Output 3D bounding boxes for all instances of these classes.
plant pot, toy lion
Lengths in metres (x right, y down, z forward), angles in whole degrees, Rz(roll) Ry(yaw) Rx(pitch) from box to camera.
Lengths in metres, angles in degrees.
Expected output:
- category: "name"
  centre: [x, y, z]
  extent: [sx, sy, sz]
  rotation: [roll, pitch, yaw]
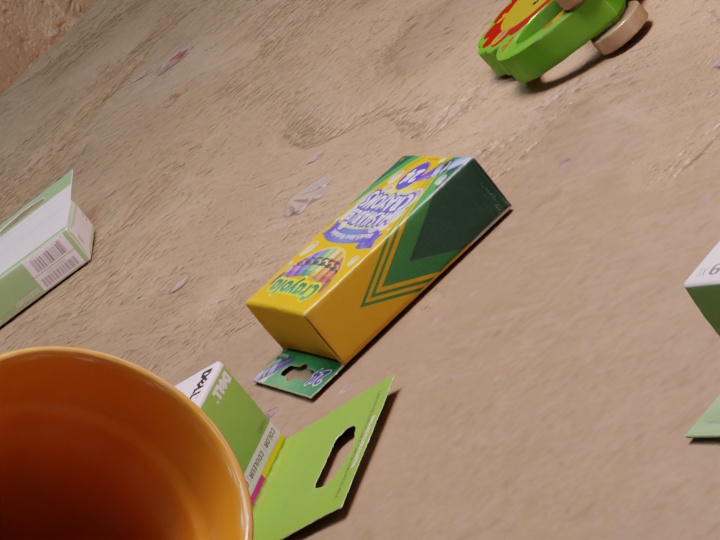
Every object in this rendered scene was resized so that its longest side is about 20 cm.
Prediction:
- category: "plant pot"
  centre: [-0.186, 0.177, 1.375]
  extent: [0.200, 0.200, 0.183]
  rotation: [-56, -1, -45]
- category: "toy lion"
  centre: [0.161, -0.213, 1.883]
  extent: [0.191, 0.069, 0.200]
  rotation: [-34, 16, 39]

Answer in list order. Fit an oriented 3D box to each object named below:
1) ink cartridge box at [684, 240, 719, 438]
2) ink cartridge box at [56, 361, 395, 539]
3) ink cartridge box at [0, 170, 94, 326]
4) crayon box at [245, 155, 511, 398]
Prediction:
- category: "ink cartridge box"
  centre: [0.233, -0.005, 1.181]
  extent: [0.200, 0.059, 0.104]
  rotation: [-47, 18, -24]
- category: "ink cartridge box"
  centre: [-0.088, 0.122, 1.499]
  extent: [0.200, 0.076, 0.148]
  rotation: [-31, 19, 30]
- category: "ink cartridge box"
  centre: [-0.345, -0.019, 2.450]
  extent: [0.145, 0.048, 0.200]
  rotation: [-36, 17, 9]
- category: "crayon box"
  centre: [0.000, 0.000, 1.673]
  extent: [0.200, 0.052, 0.126]
  rotation: [-44, 17, -14]
